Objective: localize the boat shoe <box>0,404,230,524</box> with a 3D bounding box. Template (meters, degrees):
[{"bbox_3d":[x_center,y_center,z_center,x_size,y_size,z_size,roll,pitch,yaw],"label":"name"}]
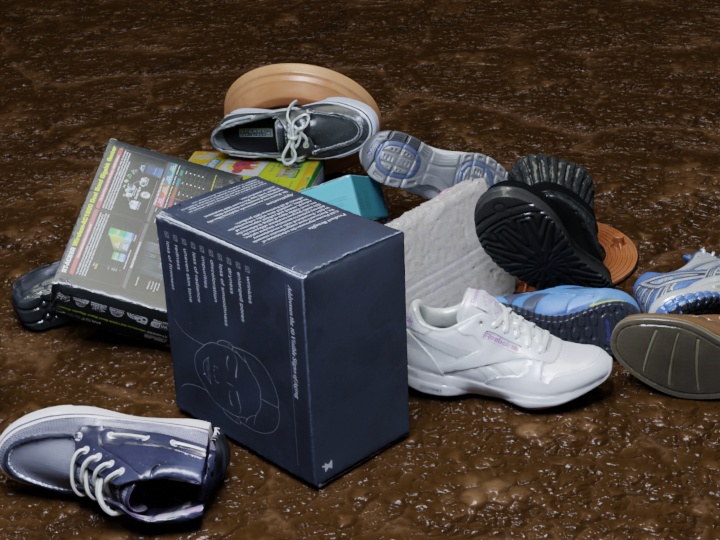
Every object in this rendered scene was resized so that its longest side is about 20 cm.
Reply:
[{"bbox_3d":[-0.210,0.162,1.144,0.197,0.076,0.093,-2,18,1],"label":"boat shoe"}]

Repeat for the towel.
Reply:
[{"bbox_3d":[0.075,-0.001,1.377,0.199,0.134,0.034,-28,13,-40],"label":"towel"}]

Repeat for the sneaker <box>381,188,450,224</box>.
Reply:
[{"bbox_3d":[0.086,-0.054,1.519,0.198,0.083,0.070,2,33,38],"label":"sneaker"}]

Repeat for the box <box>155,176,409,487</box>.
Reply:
[{"bbox_3d":[-0.067,0.047,1.220,0.123,0.203,0.195,-23,33,-37],"label":"box"}]

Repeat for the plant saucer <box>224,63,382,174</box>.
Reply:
[{"bbox_3d":[-0.072,-0.177,1.714,0.197,0.201,0.038,2,58,10],"label":"plant saucer"}]

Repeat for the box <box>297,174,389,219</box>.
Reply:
[{"bbox_3d":[-0.025,-0.068,1.515,0.081,0.050,0.200,-17,0,10],"label":"box"}]

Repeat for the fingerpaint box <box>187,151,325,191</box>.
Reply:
[{"bbox_3d":[-0.138,-0.070,1.608,0.164,0.074,0.200,2,24,9],"label":"fingerpaint box"}]

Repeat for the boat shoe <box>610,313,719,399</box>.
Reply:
[{"bbox_3d":[0.330,0.077,1.277,0.197,0.073,0.068,14,24,12],"label":"boat shoe"}]

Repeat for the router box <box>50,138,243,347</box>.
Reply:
[{"bbox_3d":[-0.215,-0.027,1.420,0.148,0.062,0.202,16,52,-3],"label":"router box"}]

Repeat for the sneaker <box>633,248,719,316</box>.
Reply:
[{"bbox_3d":[0.354,0.011,1.363,0.198,0.078,0.085,-9,39,-24],"label":"sneaker"}]

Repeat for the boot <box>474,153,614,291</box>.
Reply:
[{"bbox_3d":[0.177,-0.066,1.408,0.079,0.211,0.159,-25,48,25],"label":"boot"}]

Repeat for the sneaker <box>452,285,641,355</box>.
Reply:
[{"bbox_3d":[0.173,0.051,1.352,0.197,0.067,0.079,-4,15,-3],"label":"sneaker"}]

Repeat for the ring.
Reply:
[{"bbox_3d":[0.207,-0.023,1.539,0.197,0.019,0.201,-3,27,1],"label":"ring"}]

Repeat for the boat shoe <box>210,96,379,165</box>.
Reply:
[{"bbox_3d":[-0.079,-0.162,1.623,0.197,0.075,0.068,5,20,15],"label":"boat shoe"}]

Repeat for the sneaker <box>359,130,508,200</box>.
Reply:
[{"bbox_3d":[0.089,-0.110,1.576,0.198,0.075,0.087,23,2,-14],"label":"sneaker"}]

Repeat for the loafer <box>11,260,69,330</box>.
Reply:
[{"bbox_3d":[-0.273,0.004,1.478,0.198,0.069,0.071,-17,38,-18],"label":"loafer"}]

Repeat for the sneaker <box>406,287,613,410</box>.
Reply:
[{"bbox_3d":[0.131,0.070,1.269,0.197,0.101,0.075,3,24,9],"label":"sneaker"}]
